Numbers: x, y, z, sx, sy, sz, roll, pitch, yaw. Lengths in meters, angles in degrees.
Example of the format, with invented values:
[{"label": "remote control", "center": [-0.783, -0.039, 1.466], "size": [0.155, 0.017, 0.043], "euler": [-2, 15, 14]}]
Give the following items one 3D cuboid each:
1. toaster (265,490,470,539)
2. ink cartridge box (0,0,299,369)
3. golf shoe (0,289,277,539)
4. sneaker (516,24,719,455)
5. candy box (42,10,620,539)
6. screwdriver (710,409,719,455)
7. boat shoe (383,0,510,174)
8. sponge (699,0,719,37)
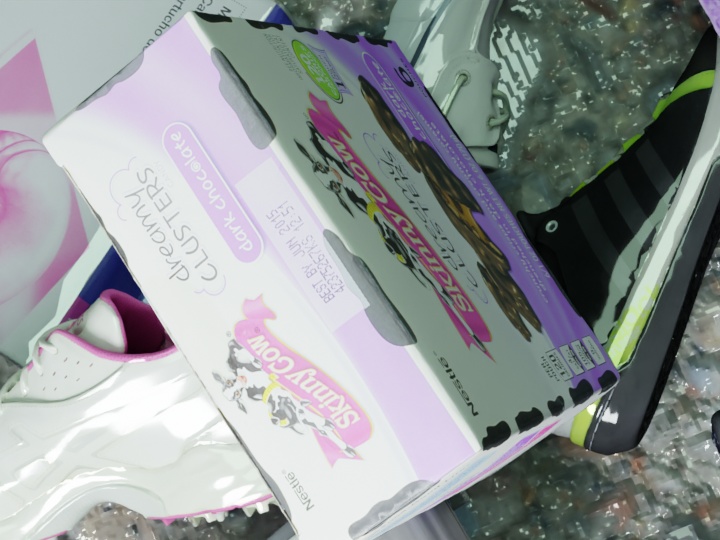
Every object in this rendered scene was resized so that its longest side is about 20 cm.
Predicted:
[{"label": "toaster", "center": [-0.018, 0.170, 0.738], "size": [0.199, 0.114, 0.130], "euler": [-37, 74, -4]}, {"label": "ink cartridge box", "center": [-0.122, -0.056, 0.855], "size": [0.199, 0.043, 0.197], "euler": [30, 81, 17]}, {"label": "golf shoe", "center": [-0.109, 0.055, 0.729], "size": [0.198, 0.075, 0.092], "euler": [-13, 104, 13]}, {"label": "sneaker", "center": [0.106, -0.023, 0.792], "size": [0.082, 0.072, 0.202], "euler": [19, 79, 15]}, {"label": "candy box", "center": [0.000, 0.000, 0.682], "size": [0.071, 0.200, 0.169], "euler": [-36, 81, 18]}, {"label": "screwdriver", "center": [0.238, 0.041, 0.772], "size": [0.198, 0.029, 0.028], "euler": [-18, 73, 9]}, {"label": "boat shoe", "center": [0.033, -0.062, 0.821], "size": [0.066, 0.074, 0.201], "euler": [28, 93, 11]}, {"label": "sponge", "center": [0.191, -0.089, 0.780], "size": [0.030, 0.111, 0.202], "euler": [-39, 67, 37]}]
